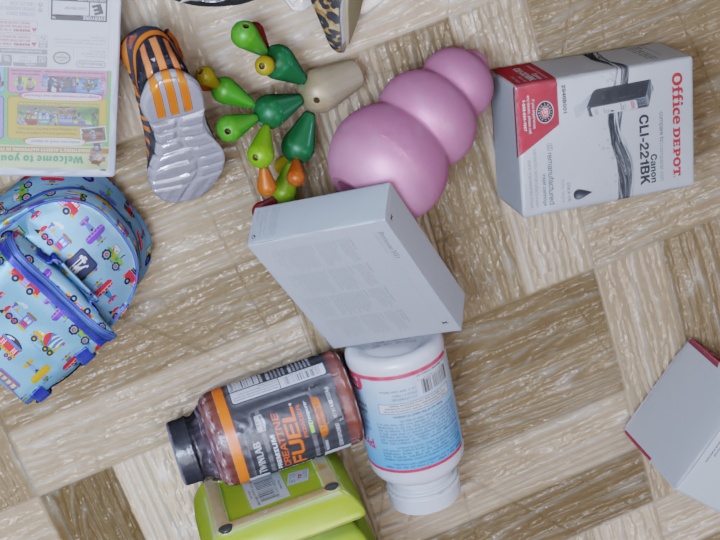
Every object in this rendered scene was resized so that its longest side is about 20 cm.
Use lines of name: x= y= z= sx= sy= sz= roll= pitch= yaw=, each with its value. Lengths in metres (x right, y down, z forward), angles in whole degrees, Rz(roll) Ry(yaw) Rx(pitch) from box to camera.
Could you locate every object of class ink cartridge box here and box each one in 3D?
ink cartridge box: x=0.447 y=0.205 z=1.593 sx=0.200 sy=0.145 sz=0.145 roll=30 pitch=100 yaw=-24
ink cartridge box: x=0.247 y=-0.150 z=1.437 sx=0.199 sy=0.084 sz=0.145 roll=-11 pitch=112 yaw=-12

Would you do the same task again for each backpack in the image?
backpack: x=-0.299 y=0.004 z=1.320 sx=0.200 sy=0.135 sz=0.183 roll=-37 pitch=116 yaw=-2

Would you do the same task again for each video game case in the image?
video game case: x=-0.324 y=-0.177 z=1.256 sx=0.199 sy=0.022 sz=0.183 roll=-1 pitch=110 yaw=-18

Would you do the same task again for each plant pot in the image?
plant pot: x=-0.075 y=0.308 z=1.466 sx=0.198 sy=0.200 sz=0.182 roll=-18 pitch=108 yaw=-7

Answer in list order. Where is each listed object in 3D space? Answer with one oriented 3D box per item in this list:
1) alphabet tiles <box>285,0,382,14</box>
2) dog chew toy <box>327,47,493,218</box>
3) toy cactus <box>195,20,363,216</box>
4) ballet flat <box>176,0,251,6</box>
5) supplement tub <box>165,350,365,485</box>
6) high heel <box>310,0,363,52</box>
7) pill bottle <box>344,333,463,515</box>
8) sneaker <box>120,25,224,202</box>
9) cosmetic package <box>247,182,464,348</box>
alphabet tiles: x=-0.019 y=-0.354 z=1.325 sx=0.195 sy=0.015 sz=0.200 roll=-37 pitch=115 yaw=1
dog chew toy: x=0.059 y=-0.144 z=1.371 sx=0.200 sy=0.124 sz=0.125 roll=-50 pitch=116 yaw=-13
toy cactus: x=-0.075 y=-0.163 z=1.354 sx=0.165 sy=0.102 sz=0.201 roll=-28 pitch=114 yaw=-25
ballet flat: x=-0.176 y=-0.280 z=1.265 sx=0.199 sy=0.068 sz=0.068 roll=7 pitch=114 yaw=-8
supplement tub: x=-0.102 y=0.164 z=1.448 sx=0.199 sy=0.107 sz=0.107 roll=-19 pitch=114 yaw=-8
high heel: x=-0.068 y=-0.306 z=1.310 sx=0.142 sy=0.072 sz=0.201 roll=13 pitch=133 yaw=16
pill bottle: x=0.053 y=0.162 z=1.489 sx=0.108 sy=0.109 sz=0.201 roll=-16 pitch=113 yaw=-9
sneaker: x=-0.184 y=-0.160 z=1.322 sx=0.077 sy=0.112 sz=0.200 roll=-14 pitch=147 yaw=-13
cosmetic package: x=0.000 y=0.000 z=1.371 sx=0.150 sy=0.052 sz=0.200 roll=-7 pitch=143 yaw=25
